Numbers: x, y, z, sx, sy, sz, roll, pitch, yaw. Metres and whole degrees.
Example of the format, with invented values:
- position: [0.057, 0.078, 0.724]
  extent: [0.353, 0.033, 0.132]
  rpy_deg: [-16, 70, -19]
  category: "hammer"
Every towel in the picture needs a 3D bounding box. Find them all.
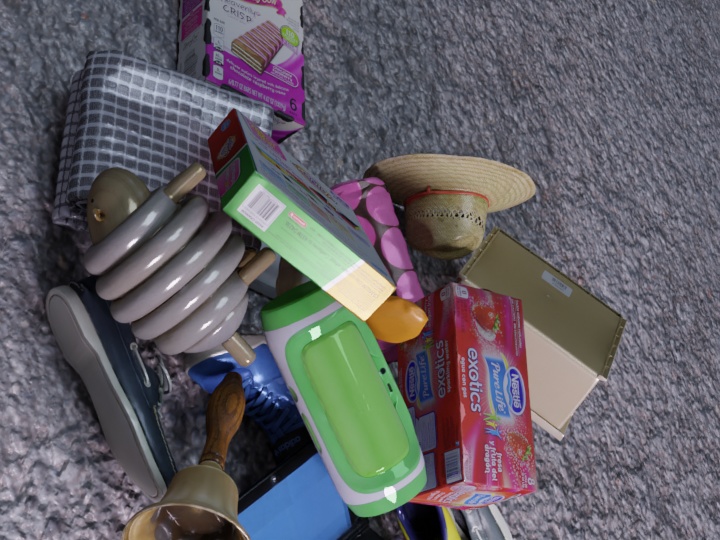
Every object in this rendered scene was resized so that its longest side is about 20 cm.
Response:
- position: [-0.174, -0.100, 1.026]
  extent: [0.199, 0.085, 0.167]
  rpy_deg: [15, 58, -29]
  category: "towel"

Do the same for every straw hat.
- position: [0.097, -0.059, 1.261]
  extent: [0.200, 0.200, 0.086]
  rpy_deg: [19, 69, -40]
  category: "straw hat"

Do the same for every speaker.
- position: [-0.014, 0.109, 0.968]
  extent: [0.088, 0.088, 0.201]
  rpy_deg: [-35, 104, -50]
  category: "speaker"

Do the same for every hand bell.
- position: [-0.123, 0.156, 0.915]
  extent: [0.104, 0.104, 0.201]
  rpy_deg: [43, 28, -23]
  category: "hand bell"

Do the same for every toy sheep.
- position: [-0.150, -0.001, 0.913]
  extent: [0.200, 0.138, 0.138]
  rpy_deg: [49, 41, -10]
  category: "toy sheep"

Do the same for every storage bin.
- position: [0.194, 0.061, 1.289]
  extent: [0.199, 0.094, 0.199]
  rpy_deg: [36, 28, 5]
  category: "storage bin"

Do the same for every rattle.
- position: [0.000, 0.000, 1.085]
  extent: [0.131, 0.142, 0.200]
  rpy_deg: [56, 24, -8]
  category: "rattle"

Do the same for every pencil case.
- position: [0.017, 0.003, 1.215]
  extent: [0.090, 0.094, 0.202]
  rpy_deg: [-15, 77, -4]
  category: "pencil case"

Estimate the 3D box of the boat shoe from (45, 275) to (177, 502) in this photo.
- position: [-0.199, 0.097, 0.941]
  extent: [0.062, 0.075, 0.201]
  rpy_deg: [-23, 78, -39]
  category: "boat shoe"

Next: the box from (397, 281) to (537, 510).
- position: [0.102, 0.125, 1.092]
  extent: [0.095, 0.100, 0.202]
  rpy_deg: [14, 62, -32]
  category: "box"

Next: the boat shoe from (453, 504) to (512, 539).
- position: [0.089, 0.237, 1.174]
  extent: [0.062, 0.073, 0.201]
  rpy_deg: [-39, 99, -42]
  category: "boat shoe"

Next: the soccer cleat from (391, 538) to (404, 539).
- position: [0.062, 0.361, 1.086]
  extent: [0.076, 0.066, 0.201]
  rpy_deg: [-25, 86, -55]
  category: "soccer cleat"

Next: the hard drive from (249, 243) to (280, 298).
- position: [-0.128, -0.054, 1.132]
  extent: [0.199, 0.027, 0.133]
  rpy_deg: [27, 52, -36]
  category: "hard drive"

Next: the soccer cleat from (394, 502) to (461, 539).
- position: [0.082, 0.299, 1.116]
  extent: [0.084, 0.064, 0.202]
  rpy_deg: [-19, 88, -77]
  category: "soccer cleat"

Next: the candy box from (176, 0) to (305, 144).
- position: [-0.129, -0.253, 1.213]
  extent: [0.136, 0.061, 0.202]
  rpy_deg: [20, 55, -39]
  category: "candy box"

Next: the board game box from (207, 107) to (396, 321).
- position: [-0.055, -0.053, 0.940]
  extent: [0.153, 0.040, 0.200]
  rpy_deg: [40, 10, -22]
  category: "board game box"

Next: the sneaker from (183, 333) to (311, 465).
- position: [-0.077, 0.133, 1.046]
  extent: [0.199, 0.076, 0.112]
  rpy_deg: [23, 44, -46]
  category: "sneaker"

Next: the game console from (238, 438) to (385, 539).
- position: [-0.030, 0.265, 0.968]
  extent: [0.170, 0.119, 0.200]
  rpy_deg: [36, 44, 22]
  category: "game console"
